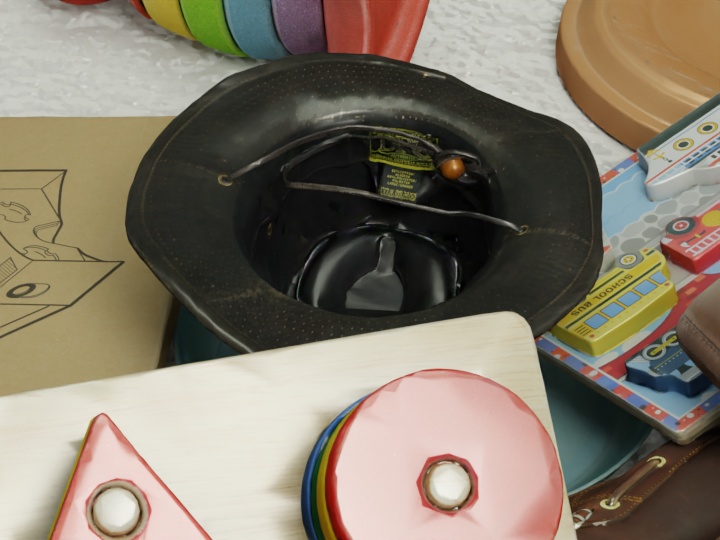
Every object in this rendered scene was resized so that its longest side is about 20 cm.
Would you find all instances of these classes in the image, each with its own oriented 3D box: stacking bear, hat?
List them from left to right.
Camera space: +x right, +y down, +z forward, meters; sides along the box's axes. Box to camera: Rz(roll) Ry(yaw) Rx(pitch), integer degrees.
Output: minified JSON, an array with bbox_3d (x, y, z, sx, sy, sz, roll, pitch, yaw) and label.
[{"bbox_3d":[-0.073,-0.157,1.080,0.200,0.122,0.114,11,40,18],"label":"stacking bear"},{"bbox_3d":[0.000,0.000,0.865,0.200,0.081,0.201,4,38,-3],"label":"hat"}]

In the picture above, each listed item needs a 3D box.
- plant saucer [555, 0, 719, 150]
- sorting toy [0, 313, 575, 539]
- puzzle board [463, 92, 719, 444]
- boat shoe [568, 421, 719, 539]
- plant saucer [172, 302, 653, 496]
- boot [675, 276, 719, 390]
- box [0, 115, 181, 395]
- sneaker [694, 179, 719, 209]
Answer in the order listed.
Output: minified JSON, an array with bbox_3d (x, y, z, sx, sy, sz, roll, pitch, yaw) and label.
[{"bbox_3d":[0.198,-0.110,1.110,0.200,0.032,0.200,3,39,-3],"label":"plant saucer"},{"bbox_3d":[-0.021,0.120,0.657,0.200,0.070,0.199,-10,80,-13],"label":"sorting toy"},{"bbox_3d":[0.151,-0.020,0.895,0.200,0.017,0.151,-33,38,-20],"label":"puzzle board"},{"bbox_3d":[0.094,0.109,0.797,0.200,0.070,0.070,-21,41,-39],"label":"boat shoe"},{"bbox_3d":[0.024,0.038,0.907,0.200,0.027,0.200,4,39,-3],"label":"plant saucer"},{"bbox_3d":[0.230,0.045,0.766,0.186,0.064,0.200,-13,40,-23],"label":"boot"},{"bbox_3d":[-0.150,0.000,0.917,0.163,0.021,0.200,0,37,8],"label":"box"},{"bbox_3d":[0.193,0.018,0.925,0.146,0.081,0.200,-5,45,5],"label":"sneaker"}]
